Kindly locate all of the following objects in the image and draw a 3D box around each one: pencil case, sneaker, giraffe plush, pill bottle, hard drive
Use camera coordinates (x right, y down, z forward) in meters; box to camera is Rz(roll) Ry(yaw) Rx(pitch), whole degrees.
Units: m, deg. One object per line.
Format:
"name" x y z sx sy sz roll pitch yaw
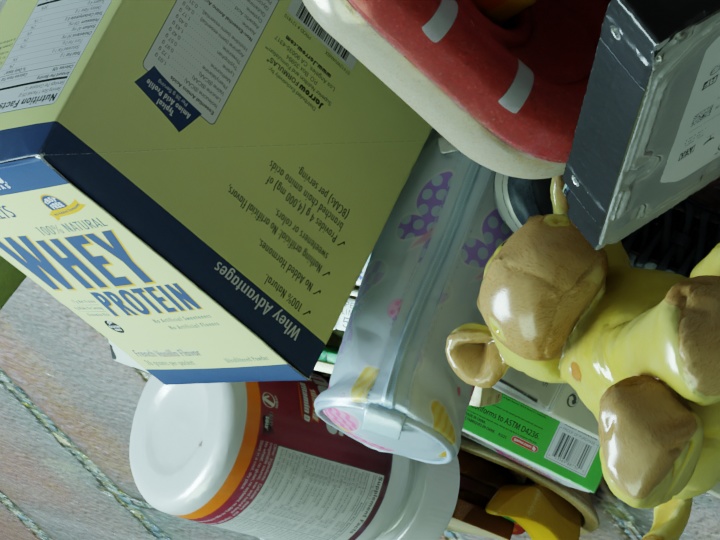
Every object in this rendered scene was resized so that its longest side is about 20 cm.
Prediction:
"pencil case" 0.043 0.003 1.402 0.083 0.201 0.091 23 165 -9
"sneaker" 0.179 -0.016 1.354 0.202 0.077 0.146 28 168 -23
"giraffe plush" 0.127 0.026 1.282 0.162 0.173 0.200 38 160 21
"pill bottle" -0.039 0.119 1.661 0.199 0.110 0.109 18 166 -37
"hard drive" 0.161 -0.094 1.150 0.038 0.139 0.200 53 163 18

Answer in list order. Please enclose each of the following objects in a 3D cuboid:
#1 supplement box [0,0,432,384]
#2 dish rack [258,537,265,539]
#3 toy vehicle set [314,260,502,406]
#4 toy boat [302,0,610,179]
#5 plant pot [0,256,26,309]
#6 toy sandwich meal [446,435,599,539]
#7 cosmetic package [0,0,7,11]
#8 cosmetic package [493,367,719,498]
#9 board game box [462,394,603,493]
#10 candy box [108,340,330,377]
"supplement box" -0.089 -0.077 1.366 0.200 0.201 0.134 40 154 -29
"dish rack" -0.032 0.157 1.868 0.171 0.044 0.200 41 -165 3
"toy vehicle set" 0.000 0.000 1.542 0.199 0.125 0.026 11 -171 32
"toy boat" 0.069 -0.140 1.204 0.130 0.131 0.200 -33 122 31
"plant pot" -0.282 -0.029 1.685 0.199 0.191 0.200 21 157 10
"toy sandwich meal" 0.071 0.161 1.828 0.204 0.071 0.205 20 164 6
"cosmetic package" -0.285 -0.104 1.516 0.150 0.201 0.052 24 158 8
"cosmetic package" 0.159 0.068 1.486 0.199 0.071 0.105 27 180 -35
"board game box" 0.080 0.088 1.655 0.152 0.041 0.200 26 177 1
"candy box" -0.086 0.022 1.734 0.167 0.072 0.200 22 156 10
